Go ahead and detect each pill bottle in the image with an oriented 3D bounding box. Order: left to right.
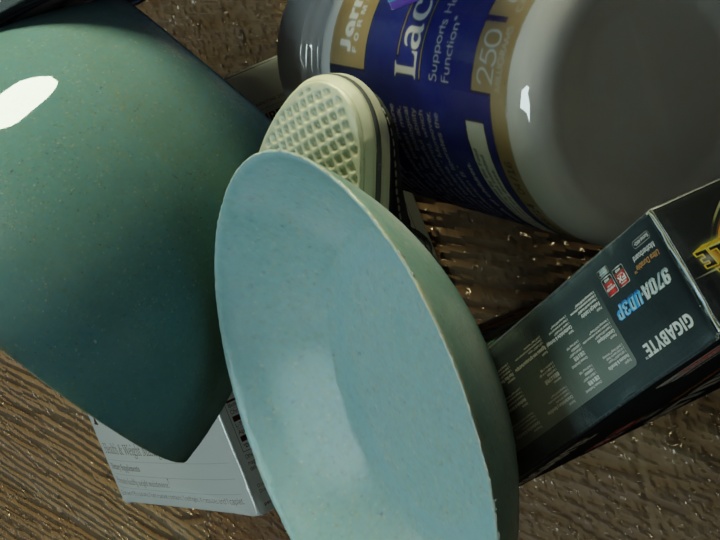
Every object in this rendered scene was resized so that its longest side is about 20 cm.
[{"bbox_3d":[0.055,-0.080,0.842,0.200,0.115,0.116,18,126,57],"label":"pill bottle"}]

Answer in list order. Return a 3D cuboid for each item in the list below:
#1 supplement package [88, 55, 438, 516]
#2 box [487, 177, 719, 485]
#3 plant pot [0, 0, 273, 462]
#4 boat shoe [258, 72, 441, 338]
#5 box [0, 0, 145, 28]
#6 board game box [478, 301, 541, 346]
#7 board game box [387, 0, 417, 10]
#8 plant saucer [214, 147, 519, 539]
[{"bbox_3d":[-0.068,0.005,1.108,0.191,0.147,0.201,-10,103,63],"label":"supplement package"},{"bbox_3d":[0.127,0.006,0.727,0.046,0.159,0.200,62,153,11],"label":"box"},{"bbox_3d":[-0.108,-0.034,0.901,0.200,0.135,0.200,40,180,0],"label":"plant pot"},{"bbox_3d":[0.000,0.000,0.855,0.075,0.062,0.201,40,146,37],"label":"boat shoe"},{"bbox_3d":[-0.094,-0.152,0.919,0.199,0.160,0.044,-23,92,26],"label":"box"},{"bbox_3d":[0.071,0.033,0.926,0.200,0.095,0.030,-27,86,64],"label":"board game box"},{"bbox_3d":[-0.001,-0.215,0.782,0.135,0.045,0.200,-79,-33,-59],"label":"board game box"},{"bbox_3d":[0.009,0.049,0.764,0.201,0.039,0.202,44,143,46],"label":"plant saucer"}]
